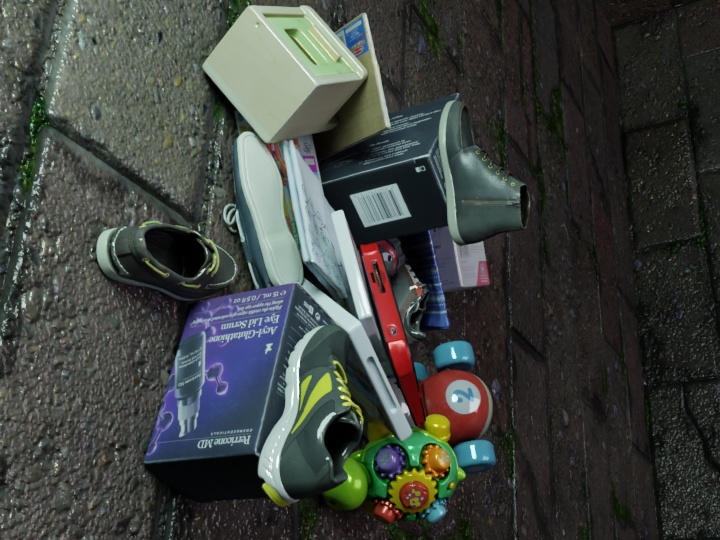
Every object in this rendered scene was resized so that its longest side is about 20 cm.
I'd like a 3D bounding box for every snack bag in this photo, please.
[{"bbox_3d":[-0.043,-0.041,1.141,0.200,0.021,0.190,55,18,-55],"label":"snack bag"}]

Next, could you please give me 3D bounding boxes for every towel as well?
[{"bbox_3d":[0.097,-0.002,1.451,0.145,0.024,0.202,168,-90,-78],"label":"towel"}]

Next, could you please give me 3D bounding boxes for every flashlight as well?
[{"bbox_3d":[0.000,0.000,1.307,0.200,0.067,0.069,-36,112,-61],"label":"flashlight"}]

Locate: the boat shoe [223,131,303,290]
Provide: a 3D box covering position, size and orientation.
[{"bbox_3d":[-0.125,-0.066,1.099,0.075,0.061,0.202,-21,94,-52],"label":"boat shoe"}]

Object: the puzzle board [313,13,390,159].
[{"bbox_3d":[-0.023,-0.248,1.238,0.017,0.199,0.152,-11,90,-29],"label":"puzzle board"}]

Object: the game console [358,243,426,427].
[{"bbox_3d":[0.041,0.081,1.163,0.178,0.031,0.201,76,0,-53],"label":"game console"}]

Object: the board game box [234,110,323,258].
[{"bbox_3d":[-0.098,-0.114,1.199,0.134,0.034,0.202,-12,91,-63],"label":"board game box"}]

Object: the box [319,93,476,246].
[{"bbox_3d":[0.055,-0.146,1.324,0.118,0.195,0.201,63,31,-27],"label":"box"}]

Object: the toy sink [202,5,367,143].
[{"bbox_3d":[-0.080,-0.257,1.150,0.131,0.112,0.200,50,27,6],"label":"toy sink"}]

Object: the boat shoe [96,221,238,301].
[{"bbox_3d":[-0.189,-0.009,0.962,0.201,0.060,0.073,11,70,-60],"label":"boat shoe"}]

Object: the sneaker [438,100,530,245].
[{"bbox_3d":[0.170,-0.139,1.213,0.075,0.105,0.202,11,72,-62],"label":"sneaker"}]

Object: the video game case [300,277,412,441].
[{"bbox_3d":[-0.021,0.100,1.117,0.023,0.200,0.183,-34,122,-15],"label":"video game case"}]

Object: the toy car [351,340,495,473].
[{"bbox_3d":[0.070,0.198,1.275,0.199,0.176,0.186,19,52,-44],"label":"toy car"}]

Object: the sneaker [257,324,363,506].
[{"bbox_3d":[-0.030,0.136,0.869,0.075,0.084,0.201,54,37,-38],"label":"sneaker"}]

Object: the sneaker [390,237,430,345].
[{"bbox_3d":[0.075,0.025,1.419,0.077,0.081,0.202,21,62,-58],"label":"sneaker"}]

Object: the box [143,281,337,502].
[{"bbox_3d":[-0.119,0.131,0.949,0.104,0.147,0.201,49,39,-42],"label":"box"}]

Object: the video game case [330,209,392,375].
[{"bbox_3d":[0.004,0.033,1.116,0.200,0.017,0.144,71,3,-63],"label":"video game case"}]

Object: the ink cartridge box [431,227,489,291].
[{"bbox_3d":[0.157,-0.065,1.605,0.146,0.082,0.202,-2,82,-62],"label":"ink cartridge box"}]

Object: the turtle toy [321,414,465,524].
[{"bbox_3d":[0.042,0.273,1.180,0.101,0.198,0.147,-106,-163,-73],"label":"turtle toy"}]
